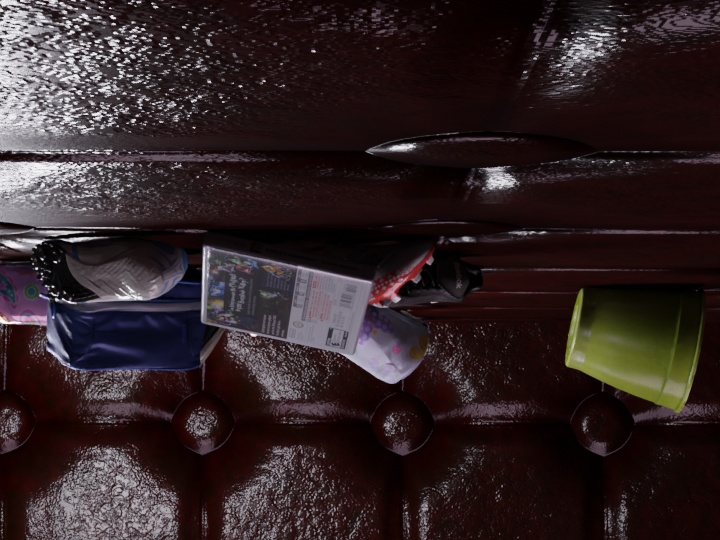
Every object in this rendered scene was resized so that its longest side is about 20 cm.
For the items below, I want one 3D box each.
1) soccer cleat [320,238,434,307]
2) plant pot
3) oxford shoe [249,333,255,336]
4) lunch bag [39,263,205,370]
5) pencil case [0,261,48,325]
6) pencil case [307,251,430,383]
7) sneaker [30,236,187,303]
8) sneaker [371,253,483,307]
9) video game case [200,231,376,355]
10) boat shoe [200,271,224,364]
[{"bbox_3d":[0.000,0.000,1.667,0.200,0.085,0.069,-28,-162,46],"label":"soccer cleat"},{"bbox_3d":[0.432,0.108,2.397,0.193,0.201,0.200,12,176,4],"label":"plant pot"},{"bbox_3d":[-0.074,0.019,1.891,0.200,0.073,0.071,-24,-169,24],"label":"oxford shoe"},{"bbox_3d":[-0.286,0.041,1.797,0.200,0.133,0.136,1,-169,-30],"label":"lunch bag"},{"bbox_3d":[-0.385,0.029,1.956,0.200,0.088,0.087,1,176,-2],"label":"pencil case"},{"bbox_3d":[-0.011,0.057,1.811,0.200,0.083,0.091,32,127,-23],"label":"pencil case"},{"bbox_3d":[-0.274,-0.004,1.630,0.200,0.072,0.072,4,-161,32],"label":"sneaker"},{"bbox_3d":[0.080,0.008,1.789,0.090,0.067,0.200,-6,176,34],"label":"sneaker"},{"bbox_3d":[-0.083,0.028,1.638,0.182,0.023,0.200,12,154,-1],"label":"video game case"},{"bbox_3d":[-0.201,0.056,1.941,0.063,0.073,0.200,32,-153,-7],"label":"boat shoe"}]
